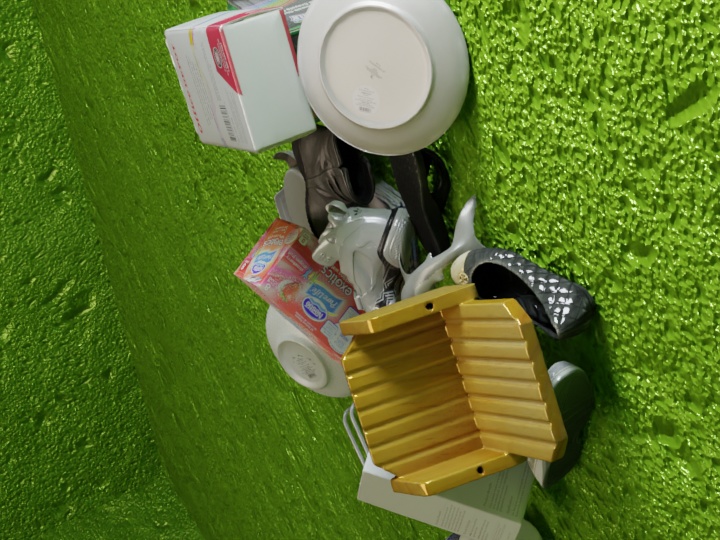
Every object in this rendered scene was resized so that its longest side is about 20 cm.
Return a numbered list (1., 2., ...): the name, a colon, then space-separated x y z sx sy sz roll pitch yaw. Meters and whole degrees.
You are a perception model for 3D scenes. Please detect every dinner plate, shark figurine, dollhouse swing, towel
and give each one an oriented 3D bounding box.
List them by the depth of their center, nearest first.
1. dollhouse swing: 0.092 0.132 1.310 0.176 0.180 0.202 -157 49 -81
2. dinner plate: 0.018 -0.217 1.326 0.198 0.024 0.202 10 116 22
3. shark figurine: 0.074 0.004 1.462 0.215 0.127 0.090 104 148 -57
4. towel: 0.034 -0.032 1.660 0.147 0.024 0.201 42 148 51

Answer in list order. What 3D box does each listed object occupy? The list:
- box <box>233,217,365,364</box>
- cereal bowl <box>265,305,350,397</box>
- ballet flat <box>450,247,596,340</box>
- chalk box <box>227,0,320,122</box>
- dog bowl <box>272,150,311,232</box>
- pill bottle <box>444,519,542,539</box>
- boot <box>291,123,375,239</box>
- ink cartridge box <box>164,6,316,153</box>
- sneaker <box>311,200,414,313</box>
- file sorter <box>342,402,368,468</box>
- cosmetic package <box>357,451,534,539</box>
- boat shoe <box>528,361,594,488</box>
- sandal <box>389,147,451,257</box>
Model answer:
1. box: -0.058 0.034 1.681 0.200 0.103 0.094 42 170 -28
2. cereal bowl: -0.065 0.114 1.875 0.199 0.083 0.201 25 139 24
3. ballet flat: 0.160 0.021 1.312 0.199 0.057 0.067 21 130 50
4. chalk box: -0.058 -0.259 1.503 0.200 0.124 0.125 43 149 50
5. dog bowl: -0.058 -0.084 1.784 0.200 0.058 0.201 51 155 35
6. pill bottle: 0.169 0.379 1.635 0.112 0.110 0.200 61 160 14
7. boot: -0.022 -0.094 1.607 0.131 0.069 0.201 18 135 60
8. ink cartridge box: -0.141 -0.223 1.452 0.200 0.085 0.149 22 132 63
9. sneaker: 0.000 0.000 1.579 0.114 0.075 0.201 14 125 9
10. file sorter: 0.070 0.210 1.685 0.140 0.124 0.200 64 160 7
11. cosmetic package: 0.106 0.243 1.504 0.198 0.113 0.081 18 143 9
12. boat shoe: 0.205 0.162 1.369 0.065 0.074 0.203 46 159 32
13. sandal: 0.077 -0.096 1.464 0.075 0.048 0.201 46 164 42
